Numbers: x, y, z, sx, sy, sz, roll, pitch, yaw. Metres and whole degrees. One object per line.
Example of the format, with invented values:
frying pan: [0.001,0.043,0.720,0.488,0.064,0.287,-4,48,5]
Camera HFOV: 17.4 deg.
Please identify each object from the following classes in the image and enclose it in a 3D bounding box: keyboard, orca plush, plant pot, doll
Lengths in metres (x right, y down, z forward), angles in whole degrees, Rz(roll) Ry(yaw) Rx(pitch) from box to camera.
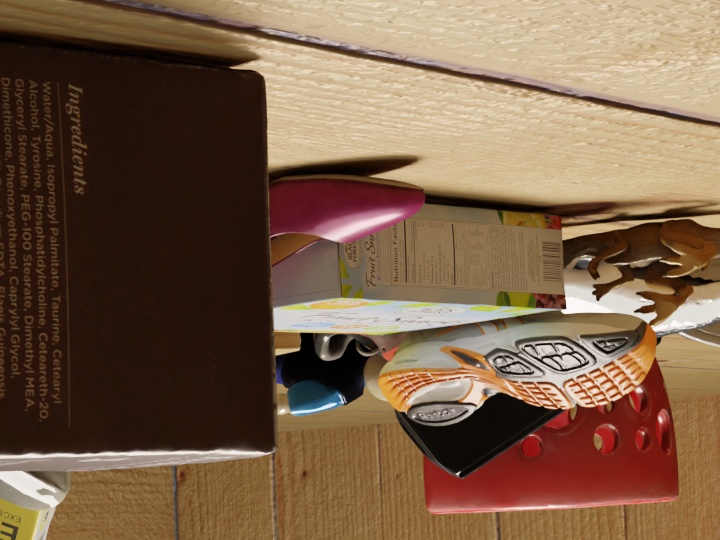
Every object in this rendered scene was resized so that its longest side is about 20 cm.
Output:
keyboard: [0.111,0.059,1.739,0.200,0.127,0.021,-32,156,-13]
orca plush: [0.188,0.004,1.700,0.200,0.071,0.105,-15,125,18]
plant pot: [0.147,0.098,1.853,0.200,0.183,0.200,-2,173,0]
doll: [-0.025,0.057,1.761,0.200,0.136,0.048,17,150,54]

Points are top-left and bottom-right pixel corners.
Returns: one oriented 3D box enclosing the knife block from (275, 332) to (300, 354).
knife block: [-0.140,0.030,1.682,0.175,0.064,0.200,2,173,-27]

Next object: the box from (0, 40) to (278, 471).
box: [-0.162,0.001,0.971,0.200,0.164,0.166,3,172,-40]

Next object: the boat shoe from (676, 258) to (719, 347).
boat shoe: [0.304,0.024,1.777,0.200,0.074,0.060,-8,172,-26]

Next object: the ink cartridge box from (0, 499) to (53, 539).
ink cartridge box: [-0.305,0.127,1.641,0.197,0.200,0.047,20,-159,7]

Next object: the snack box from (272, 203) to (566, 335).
snack box: [0.000,0.000,1.450,0.169,0.068,0.200,-10,172,44]

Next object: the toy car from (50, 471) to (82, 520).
toy car: [-0.273,0.130,1.719,0.177,0.200,0.184,32,166,-19]

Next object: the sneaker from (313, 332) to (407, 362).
sneaker: [0.048,0.029,1.655,0.200,0.082,0.077,-7,172,37]

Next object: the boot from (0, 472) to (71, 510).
boot: [-0.294,0.072,1.502,0.182,0.073,0.200,41,-171,37]

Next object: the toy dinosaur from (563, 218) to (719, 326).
toy dinosaur: [0.210,-0.016,1.517,0.200,0.060,0.106,-3,-152,8]

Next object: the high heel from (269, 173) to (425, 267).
high heel: [-0.048,0.000,1.307,0.200,0.096,0.067,-7,172,37]

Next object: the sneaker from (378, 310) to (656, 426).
sneaker: [0.104,0.038,1.533,0.200,0.092,0.076,-8,136,34]
